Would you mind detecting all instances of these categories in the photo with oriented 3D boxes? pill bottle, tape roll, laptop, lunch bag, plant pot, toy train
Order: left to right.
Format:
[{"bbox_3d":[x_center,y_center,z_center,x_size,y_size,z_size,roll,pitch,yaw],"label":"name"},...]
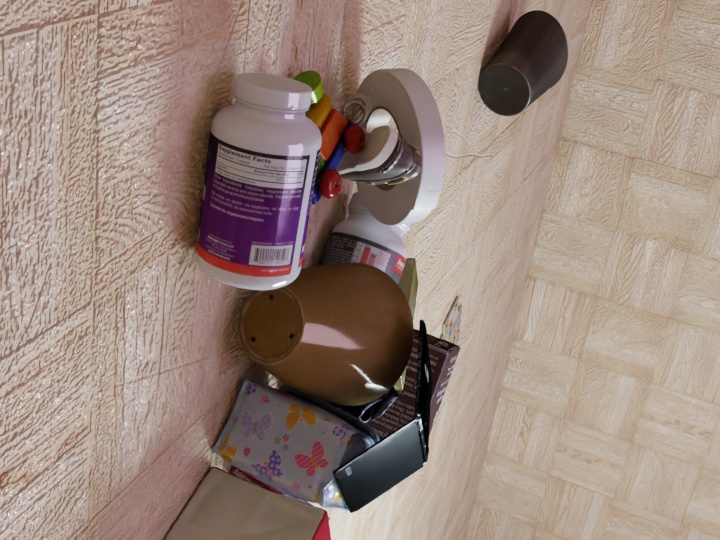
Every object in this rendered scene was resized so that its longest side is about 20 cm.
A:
[{"bbox_3d":[-0.101,-0.090,0.992,0.112,0.111,0.202,-35,139,-63],"label":"pill bottle"},{"bbox_3d":[-0.073,0.229,1.292,0.128,0.168,0.200,-64,160,-10],"label":"lunch bag"},{"bbox_3d":[-0.057,0.071,1.217,0.199,0.185,0.189,15,92,-62],"label":"plant pot"},{"bbox_3d":[-0.046,-0.187,1.147,0.201,0.084,0.116,-63,147,-29],"label":"toy train"},{"bbox_3d":[0.000,0.000,1.390,0.116,0.115,0.202,41,68,-72],"label":"pill bottle"},{"bbox_3d":[0.034,0.190,1.257,0.178,0.102,0.202,78,15,-61],"label":"laptop"},{"bbox_3d":[0.044,-0.159,1.276,0.037,0.203,0.205,-8,122,-26],"label":"tape roll"}]

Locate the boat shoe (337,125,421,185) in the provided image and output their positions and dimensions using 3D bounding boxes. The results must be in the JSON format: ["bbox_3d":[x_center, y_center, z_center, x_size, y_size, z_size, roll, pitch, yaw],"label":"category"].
[{"bbox_3d":[0.013,-0.139,1.223,0.072,0.059,0.200,-62,-159,-7],"label":"boat shoe"}]

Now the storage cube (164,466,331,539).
[{"bbox_3d":[-0.144,0.382,1.218,0.181,0.169,0.201,87,27,-45],"label":"storage cube"}]

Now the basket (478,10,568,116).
[{"bbox_3d":[0.328,-0.407,2.013,0.200,0.135,0.182,-50,148,-44],"label":"basket"}]

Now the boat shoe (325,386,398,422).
[{"bbox_3d":[-0.029,0.177,1.352,0.074,0.094,0.200,1,147,-40],"label":"boat shoe"}]

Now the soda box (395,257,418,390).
[{"bbox_3d":[0.043,0.076,1.479,0.064,0.067,0.202,79,18,-52],"label":"soda box"}]

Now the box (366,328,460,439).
[{"bbox_3d":[0.050,0.193,1.621,0.166,0.163,0.202,4,106,-77],"label":"box"}]

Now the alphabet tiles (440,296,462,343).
[{"bbox_3d":[0.218,0.164,2.417,0.201,0.007,0.168,89,25,-47],"label":"alphabet tiles"}]

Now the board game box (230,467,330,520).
[{"bbox_3d":[-0.108,0.318,1.377,0.020,0.102,0.200,-55,160,-8],"label":"board game box"}]
